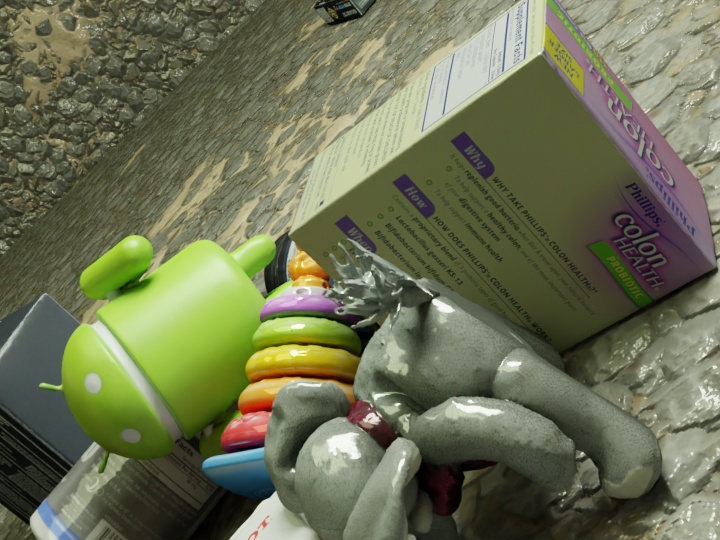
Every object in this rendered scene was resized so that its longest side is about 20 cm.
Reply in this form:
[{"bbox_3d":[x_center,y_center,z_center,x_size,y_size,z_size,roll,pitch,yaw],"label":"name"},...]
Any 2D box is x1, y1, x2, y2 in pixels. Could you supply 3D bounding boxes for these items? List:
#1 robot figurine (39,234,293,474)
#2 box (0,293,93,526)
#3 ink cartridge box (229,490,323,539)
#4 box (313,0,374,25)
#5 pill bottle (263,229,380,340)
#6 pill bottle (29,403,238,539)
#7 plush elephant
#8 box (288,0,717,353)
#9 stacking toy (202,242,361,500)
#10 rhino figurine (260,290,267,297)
[{"bbox_3d":[-0.134,0.058,0.795,0.199,0.177,0.116,-36,6,-16],"label":"robot figurine"},{"bbox_3d":[-0.311,0.151,1.060,0.197,0.200,0.124,-21,31,45],"label":"box"},{"bbox_3d":[-0.039,0.227,0.566,0.145,0.084,0.200,-48,21,-6],"label":"ink cartridge box"},{"bbox_3d":[0.020,-0.517,1.836,0.201,0.046,0.159,-51,22,-11],"label":"box"},{"bbox_3d":[0.000,0.000,0.861,0.112,0.112,0.199,-54,22,-20],"label":"pill bottle"},{"bbox_3d":[-0.165,0.163,0.878,0.201,0.114,0.113,-50,22,-11],"label":"pill bottle"},{"bbox_3d":[0.032,0.095,0.573,0.156,0.198,0.165,-58,28,7],"label":"plush elephant"},{"bbox_3d":[0.088,-0.040,0.675,0.199,0.176,0.097,-33,24,30],"label":"box"},{"bbox_3d":[-0.036,0.053,0.733,0.109,0.115,0.203,-18,63,46],"label":"stacking toy"},{"bbox_3d":[-0.147,0.078,1.073,0.199,0.060,0.088,-32,22,30],"label":"rhino figurine"}]
